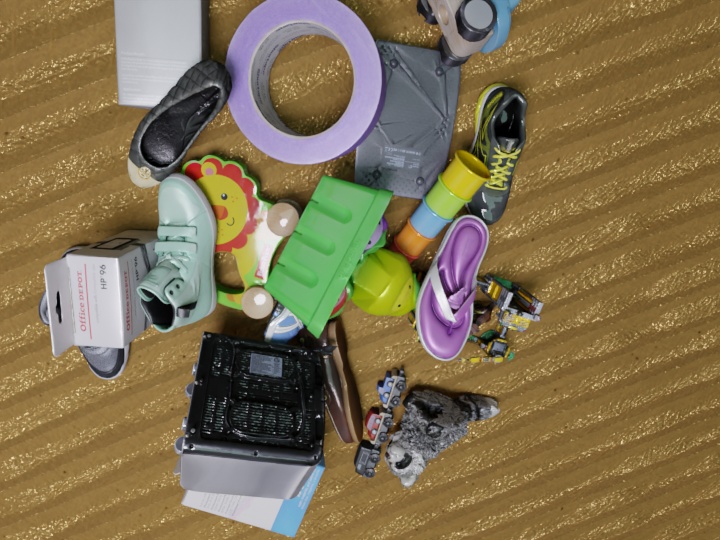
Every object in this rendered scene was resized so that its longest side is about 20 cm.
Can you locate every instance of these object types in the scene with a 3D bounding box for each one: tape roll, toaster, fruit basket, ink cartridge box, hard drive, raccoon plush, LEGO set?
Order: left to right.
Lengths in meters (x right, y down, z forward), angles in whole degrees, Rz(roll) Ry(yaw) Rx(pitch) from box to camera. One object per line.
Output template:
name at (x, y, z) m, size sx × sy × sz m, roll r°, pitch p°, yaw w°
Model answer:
ink cartridge box at (-0.311, 0.024, 0.711) m, size 0.067 × 0.200 × 0.117 m, roll 3°, pitch 106°, yaw 4°
ink cartridge box at (-0.170, 0.286, 0.843) m, size 0.198 × 0.129 × 0.126 m, roll 22°, pitch 101°, yaw -12°
toaster at (-0.136, 0.189, 0.738) m, size 0.198 × 0.182 × 0.119 m, roll 11°, pitch 132°, yaw -16°
tape roll at (-0.067, -0.240, 0.712) m, size 0.198 × 0.085 × 0.202 m, roll 1°, pitch 103°, yaw 6°
fruit basket at (0.000, 0.000, 0.733) m, size 0.213 × 0.156 × 0.218 m, roll 0°, pitch 88°, yaw -4°
hard drive at (0.063, -0.207, 0.781) m, size 0.133 × 0.042 × 0.202 m, roll 6°, pitch 105°, yaw -9°
raccoon plush at (0.130, 0.277, 0.891) m, size 0.198 × 0.097 × 0.135 m, roll 9°, pitch 113°, yaw -20°
LEGO set at (0.174, 0.070, 0.831) m, size 0.199 × 0.116 × 0.155 m, roll 26°, pitch 101°, yaw -13°

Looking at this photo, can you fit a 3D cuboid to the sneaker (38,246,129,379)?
sneaker at (-0.384, 0.074, 0.765) m, size 0.075 × 0.114 × 0.202 m, roll -9°, pitch 106°, yaw -4°

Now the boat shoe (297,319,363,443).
boat shoe at (-0.045, 0.175, 0.862) m, size 0.070 × 0.070 × 0.202 m, roll -11°, pitch 98°, yaw 11°

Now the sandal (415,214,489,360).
sandal at (0.125, 0.019, 0.747) m, size 0.082 × 0.050 × 0.205 m, roll 14°, pitch 83°, yaw -5°

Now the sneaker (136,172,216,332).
sneaker at (-0.240, -0.021, 0.714) m, size 0.073 × 0.118 × 0.203 m, roll -3°, pitch 103°, yaw 14°

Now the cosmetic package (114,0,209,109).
cosmetic package at (-0.246, -0.305, 0.695) m, size 0.106 × 0.090 × 0.202 m, roll 3°, pitch 102°, yaw -9°

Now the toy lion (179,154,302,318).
toy lion at (-0.190, -0.054, 0.787) m, size 0.190 × 0.069 × 0.202 m, roll 18°, pitch 103°, yaw -4°

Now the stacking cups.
stacking cups at (0.103, -0.072, 0.785) m, size 0.060 × 0.061 × 0.201 m, roll 26°, pitch 125°, yaw -13°

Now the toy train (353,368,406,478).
toy train at (0.030, 0.249, 0.909) m, size 0.045 × 0.034 × 0.202 m, roll 18°, pitch 103°, yaw 0°

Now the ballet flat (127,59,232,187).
ballet flat at (-0.227, -0.173, 0.671) m, size 0.066 × 0.057 × 0.200 m, roll 32°, pitch 119°, yaw -27°

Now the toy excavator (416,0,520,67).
toy excavator at (0.171, -0.391, 0.711) m, size 0.198 × 0.100 × 0.196 m, roll -25°, pitch 90°, yaw -10°

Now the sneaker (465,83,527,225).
sneaker at (0.190, -0.161, 0.787) m, size 0.074 × 0.085 × 0.202 m, roll 0°, pitch 105°, yaw -6°

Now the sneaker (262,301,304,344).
sneaker at (-0.081, 0.049, 0.810) m, size 0.077 × 0.076 × 0.201 m, roll 30°, pitch 96°, yaw -10°
